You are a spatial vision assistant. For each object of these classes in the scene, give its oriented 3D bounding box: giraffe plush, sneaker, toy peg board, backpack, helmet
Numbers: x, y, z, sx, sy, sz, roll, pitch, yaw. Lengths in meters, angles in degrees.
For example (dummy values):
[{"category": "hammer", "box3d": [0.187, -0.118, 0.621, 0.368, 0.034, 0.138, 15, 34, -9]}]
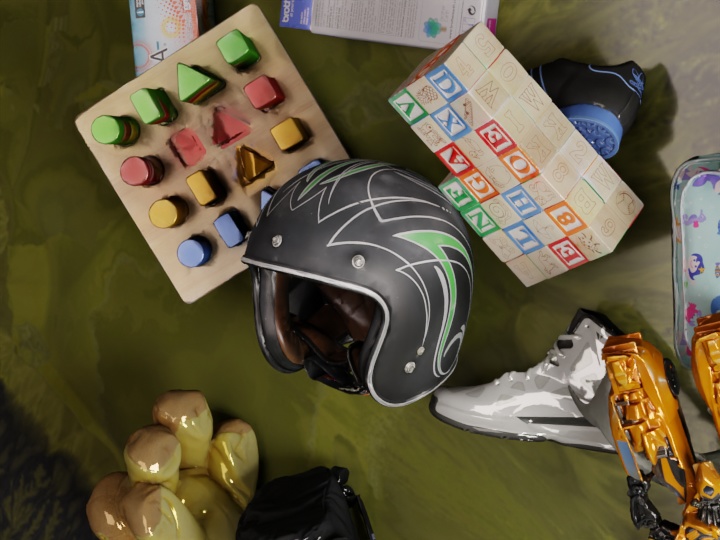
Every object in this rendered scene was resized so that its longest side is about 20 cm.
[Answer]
[{"category": "giraffe plush", "box3d": [-0.188, 0.225, 1.448, 0.161, 0.173, 0.200, -13, 124, 38]}, {"category": "sneaker", "box3d": [0.159, 0.087, 1.285, 0.199, 0.076, 0.116, 6, 90, 19]}, {"category": "toy peg board", "box3d": [-0.129, -0.102, 1.336, 0.199, 0.098, 0.200, -31, 92, 6]}, {"category": "backpack", "box3d": [-0.046, 0.298, 1.360, 0.126, 0.167, 0.202, -9, 107, 12]}, {"category": "sneaker", "box3d": [0.148, -0.136, 1.264, 0.199, 0.070, 0.078, 6, 54, 43]}, {"category": "helmet", "box3d": [0.000, 0.000, 1.269, 0.199, 0.200, 0.192, 4, 115, 27]}, {"category": "backpack", "box3d": [0.334, -0.008, 1.136, 0.198, 0.150, 0.179, 0, 95, 23]}]

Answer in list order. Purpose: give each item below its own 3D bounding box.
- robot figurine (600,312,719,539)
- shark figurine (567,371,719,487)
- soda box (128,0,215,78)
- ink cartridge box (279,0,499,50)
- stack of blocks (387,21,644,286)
[{"category": "robot figurine", "box3d": [0.250, 0.135, 1.104, 0.144, 0.058, 0.201, -16, 102, 25]}, {"category": "shark figurine", "box3d": [0.269, 0.146, 1.189, 0.212, 0.090, 0.129, 2, 84, 6]}, {"category": "soda box", "box3d": [-0.169, -0.162, 1.418, 0.068, 0.064, 0.202, -3, 93, 11]}, {"category": "ink cartridge box", "box3d": [0.027, -0.259, 1.324, 0.199, 0.042, 0.120, 11, 101, 24]}, {"category": "stack of blocks", "box3d": [0.116, -0.089, 1.216, 0.200, 0.059, 0.115, 47, 148, -11]}]
